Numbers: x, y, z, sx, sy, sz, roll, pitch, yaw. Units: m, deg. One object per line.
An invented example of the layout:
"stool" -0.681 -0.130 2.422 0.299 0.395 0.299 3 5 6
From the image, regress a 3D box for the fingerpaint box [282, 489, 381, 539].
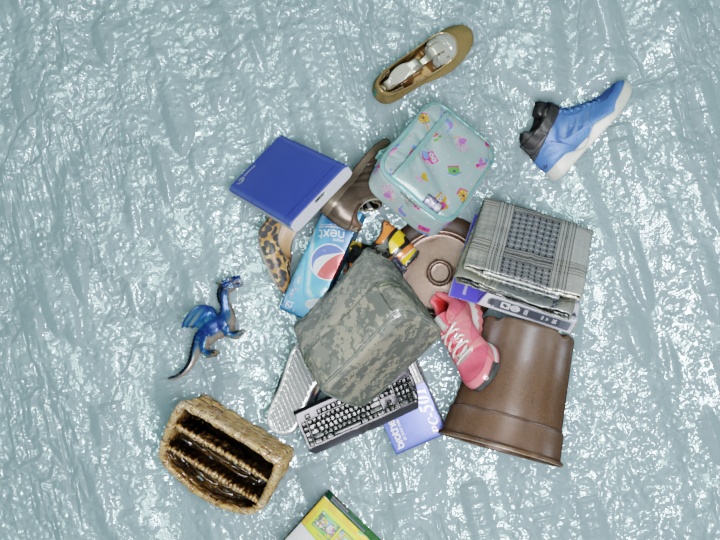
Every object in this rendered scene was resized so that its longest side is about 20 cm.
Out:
"fingerpaint box" -0.038 0.490 1.541 0.200 0.073 0.167 42 90 6

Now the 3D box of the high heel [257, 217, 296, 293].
"high heel" -0.098 -0.071 1.576 0.142 0.071 0.201 -14 77 10

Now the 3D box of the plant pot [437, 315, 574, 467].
"plant pot" 0.240 0.185 1.486 0.199 0.200 0.200 14 81 5

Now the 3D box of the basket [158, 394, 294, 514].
"basket" -0.227 0.308 1.529 0.199 0.149 0.143 31 89 4

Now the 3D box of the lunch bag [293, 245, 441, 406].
"lunch bag" 0.001 0.079 1.444 0.200 0.139 0.168 -45 52 12

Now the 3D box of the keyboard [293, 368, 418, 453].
"keyboard" -0.012 0.199 1.519 0.199 0.021 0.128 -23 85 -9

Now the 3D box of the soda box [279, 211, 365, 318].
"soda box" -0.062 -0.015 1.574 0.064 0.068 0.201 24 89 5

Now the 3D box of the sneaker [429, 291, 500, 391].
"sneaker" 0.147 0.105 1.440 0.087 0.201 0.074 28 116 -26

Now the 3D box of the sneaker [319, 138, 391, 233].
"sneaker" 0.010 -0.134 1.546 0.075 0.070 0.200 41 54 -3

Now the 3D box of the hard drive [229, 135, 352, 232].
"hard drive" -0.117 -0.144 1.531 0.132 0.025 0.200 -47 40 -11

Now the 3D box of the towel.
"towel" 0.259 -0.026 1.469 0.191 0.035 0.201 19 49 6

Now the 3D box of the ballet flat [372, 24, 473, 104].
"ballet flat" 0.107 -0.346 1.583 0.200 0.063 0.069 -37 85 1

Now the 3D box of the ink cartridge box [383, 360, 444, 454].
"ink cartridge box" 0.062 0.191 1.565 0.094 0.044 0.201 -24 85 4

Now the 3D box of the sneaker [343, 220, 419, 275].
"sneaker" 0.000 0.000 1.550 0.200 0.070 0.090 -39 88 22

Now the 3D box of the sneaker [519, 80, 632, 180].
"sneaker" 0.345 -0.257 1.553 0.111 0.077 0.200 41 97 -4

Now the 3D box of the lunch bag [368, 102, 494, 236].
"lunch bag" 0.112 -0.165 1.519 0.160 0.077 0.200 41 58 -5

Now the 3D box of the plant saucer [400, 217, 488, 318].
"plant saucer" 0.132 0.005 1.576 0.199 0.037 0.202 0 86 5

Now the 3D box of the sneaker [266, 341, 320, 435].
"sneaker" -0.094 0.175 1.563 0.078 0.079 0.201 30 82 3

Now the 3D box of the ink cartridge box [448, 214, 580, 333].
"ink cartridge box" 0.258 -0.009 1.507 0.199 0.044 0.199 17 48 6

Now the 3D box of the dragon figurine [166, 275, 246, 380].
"dragon figurine" -0.260 0.093 1.588 0.200 0.059 0.100 -39 85 1
